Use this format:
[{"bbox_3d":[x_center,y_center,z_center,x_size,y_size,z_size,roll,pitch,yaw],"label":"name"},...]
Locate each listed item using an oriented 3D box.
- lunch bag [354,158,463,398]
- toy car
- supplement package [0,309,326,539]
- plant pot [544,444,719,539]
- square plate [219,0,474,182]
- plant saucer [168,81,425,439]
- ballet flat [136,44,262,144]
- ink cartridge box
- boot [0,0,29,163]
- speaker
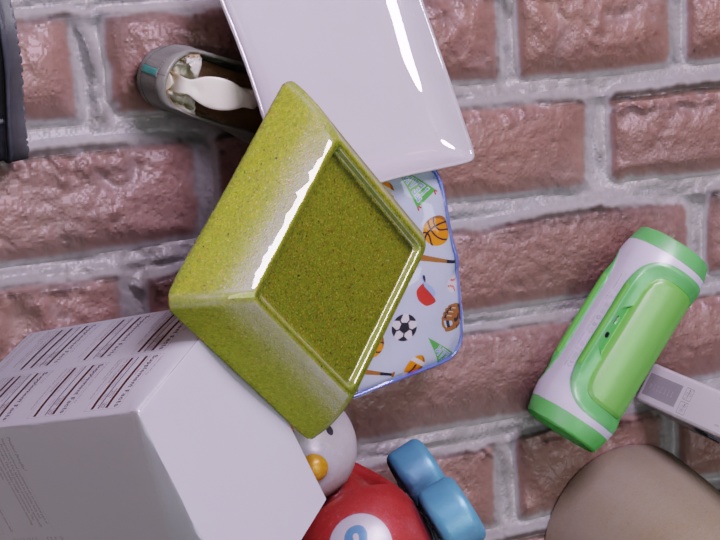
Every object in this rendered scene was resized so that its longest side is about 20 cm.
[{"bbox_3d":[0.000,0.000,1.390,0.160,0.076,0.201,-18,109,-20],"label":"lunch bag"},{"bbox_3d":[-0.033,0.171,1.355,0.184,0.177,0.200,-32,110,-5],"label":"toy car"},{"bbox_3d":[-0.170,0.149,1.240,0.147,0.199,0.192,-53,127,-50],"label":"supplement package"},{"bbox_3d":[0.302,0.278,1.530,0.187,0.200,0.188,-6,103,-26],"label":"plant pot"},{"bbox_3d":[-0.015,-0.160,1.323,0.200,0.028,0.199,-17,88,-38],"label":"square plate"},{"bbox_3d":[-0.029,-0.003,1.224,0.200,0.048,0.200,48,60,-42],"label":"plant saucer"},{"bbox_3d":[-0.081,-0.131,1.325,0.199,0.064,0.068,12,95,-29],"label":"ballet flat"},{"bbox_3d":[0.382,0.159,1.544,0.176,0.200,0.045,27,89,-29],"label":"ink cartridge box"},{"bbox_3d":[-0.344,-0.129,1.179,0.199,0.066,0.165,-14,123,-21],"label":"boot"},{"bbox_3d":[0.235,0.063,1.515,0.088,0.088,0.200,36,84,-28],"label":"speaker"}]
